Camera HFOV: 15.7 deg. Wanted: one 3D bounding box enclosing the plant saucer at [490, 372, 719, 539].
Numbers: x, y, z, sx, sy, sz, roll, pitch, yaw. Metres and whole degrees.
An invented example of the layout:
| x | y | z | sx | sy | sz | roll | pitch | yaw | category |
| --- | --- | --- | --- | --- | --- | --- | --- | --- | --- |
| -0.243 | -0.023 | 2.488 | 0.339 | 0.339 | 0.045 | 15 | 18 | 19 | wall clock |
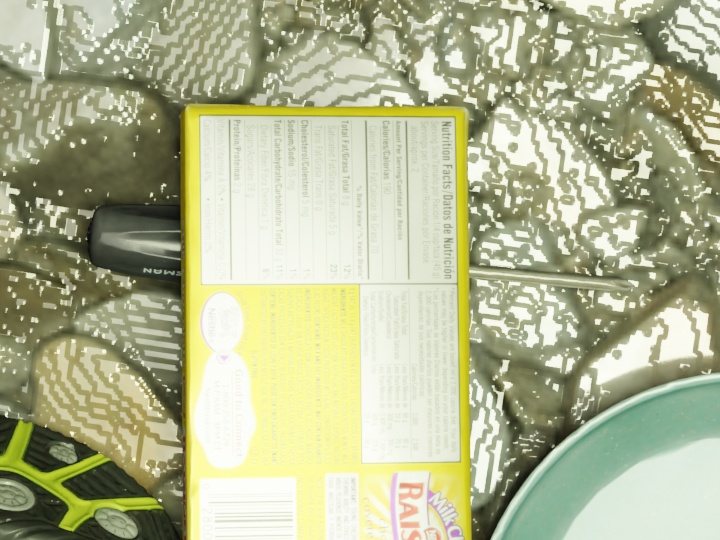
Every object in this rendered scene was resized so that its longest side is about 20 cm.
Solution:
| x | y | z | sx | sy | sz | roll | pitch | yaw | category |
| --- | --- | --- | --- | --- | --- | --- | --- | --- | --- |
| 0.136 | 0.135 | 0.937 | 0.198 | 0.036 | 0.202 | 0 | 94 | 0 | plant saucer |

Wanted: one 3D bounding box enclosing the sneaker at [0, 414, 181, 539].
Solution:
| x | y | z | sx | sy | sz | roll | pitch | yaw | category |
| --- | --- | --- | --- | --- | --- | --- | --- | --- | --- |
| -0.158 | 0.095 | 0.927 | 0.198 | 0.076 | 0.077 | 15 | 113 | 2 | sneaker |

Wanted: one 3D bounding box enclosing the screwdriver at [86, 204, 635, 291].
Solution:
| x | y | z | sx | sy | sz | roll | pitch | yaw | category |
| --- | --- | --- | --- | --- | --- | --- | --- | --- | --- |
| 0.000 | 0.000 | 0.941 | 0.198 | 0.028 | 0.029 | 9 | 122 | -7 | screwdriver |

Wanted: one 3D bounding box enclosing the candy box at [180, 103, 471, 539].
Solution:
| x | y | z | sx | sy | sz | roll | pitch | yaw | category |
| --- | --- | --- | --- | --- | --- | --- | --- | --- | --- |
| -0.012 | 0.043 | 0.910 | 0.101 | 0.026 | 0.202 | 1 | 87 | -12 | candy box |
